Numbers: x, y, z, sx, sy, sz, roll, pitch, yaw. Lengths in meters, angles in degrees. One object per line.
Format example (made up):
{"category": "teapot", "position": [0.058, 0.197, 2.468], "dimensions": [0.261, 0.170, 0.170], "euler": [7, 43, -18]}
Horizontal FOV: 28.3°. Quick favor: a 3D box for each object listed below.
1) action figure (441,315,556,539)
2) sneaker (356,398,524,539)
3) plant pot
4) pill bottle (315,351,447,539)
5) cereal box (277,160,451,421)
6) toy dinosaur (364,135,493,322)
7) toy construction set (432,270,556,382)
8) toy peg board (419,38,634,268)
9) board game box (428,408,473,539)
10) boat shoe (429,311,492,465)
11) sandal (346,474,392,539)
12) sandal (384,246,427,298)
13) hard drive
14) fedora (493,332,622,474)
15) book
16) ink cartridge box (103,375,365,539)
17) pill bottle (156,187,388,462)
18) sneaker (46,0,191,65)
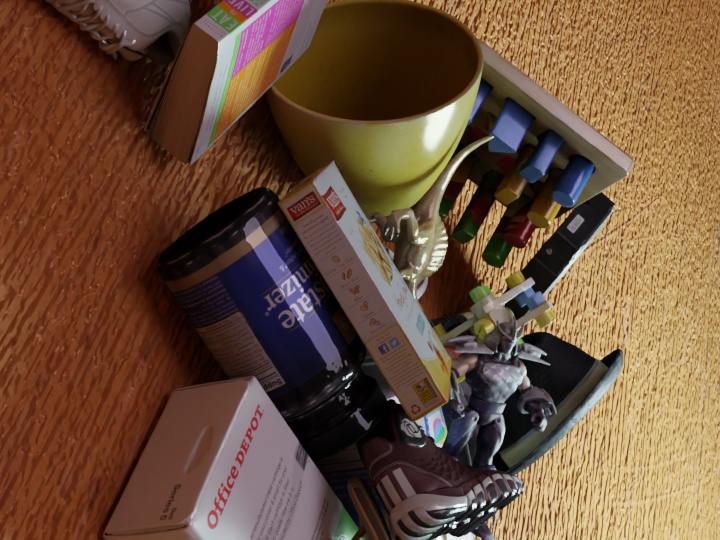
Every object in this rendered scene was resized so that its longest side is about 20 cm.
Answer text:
{"category": "action figure", "position": [0.111, 0.136, 1.291], "dimensions": [0.129, 0.069, 0.202], "euler": [12, 103, -21]}
{"category": "sneaker", "position": [0.062, 0.155, 1.171], "dimensions": [0.116, 0.075, 0.200], "euler": [57, 18, 19]}
{"category": "plant pot", "position": [0.010, -0.135, 1.302], "dimensions": [0.201, 0.198, 0.143], "euler": [-64, 160, -46]}
{"category": "pill bottle", "position": [0.007, 0.155, 1.243], "dimensions": [0.112, 0.111, 0.203], "euler": [-2, 82, -59]}
{"category": "cereal box", "position": [0.008, 0.012, 1.149], "dimensions": [0.201, 0.039, 0.144], "euler": [59, 10, -7]}
{"category": "toy dinosaur", "position": [0.047, -0.033, 1.265], "dimensions": [0.100, 0.058, 0.202], "euler": [4, 105, -44]}
{"category": "toy construction set", "position": [0.081, 0.073, 1.357], "dimensions": [0.131, 0.198, 0.093], "euler": [123, -51, -77]}
{"category": "toy peg board", "position": [0.130, -0.100, 1.419], "dimensions": [0.199, 0.199, 0.098], "euler": [35, 67, -9]}
{"category": "board game box", "position": [0.059, 0.244, 1.376], "dimensions": [0.134, 0.034, 0.203], "euler": [-22, 99, -59]}
{"category": "boat shoe", "position": [0.092, 0.146, 1.455], "dimensions": [0.067, 0.072, 0.203], "euler": [-7, 93, -22]}
{"category": "sandal", "position": [0.012, 0.261, 1.105], "dimensions": [0.080, 0.053, 0.203], "euler": [106, -28, -86]}
{"category": "sandal", "position": [0.006, 0.003, 1.315], "dimensions": [0.202, 0.082, 0.050], "euler": [-23, 132, -58]}
{"category": "hard drive", "position": [0.185, 0.011, 1.522], "dimensions": [0.038, 0.200, 0.140], "euler": [41, 33, 5]}
{"category": "fedora", "position": [0.179, 0.127, 1.496], "dimensions": [0.092, 0.201, 0.201], "euler": [45, 34, 2]}
{"category": "book", "position": [-0.083, -0.190, 1.154], "dimensions": [0.048, 0.134, 0.200], "euler": [37, 48, 6]}
{"category": "ink cartridge box", "position": [-0.089, 0.203, 1.090], "dimensions": [0.201, 0.083, 0.146], "euler": [59, 35, -32]}
{"category": "pill bottle", "position": [-0.064, 0.046, 1.129], "dimensions": [0.201, 0.111, 0.112], "euler": [57, 35, -13]}
{"category": "sneaker", "position": [-0.190, -0.205, 1.079], "dimensions": [0.199, 0.074, 0.082], "euler": [3, 86, -59]}
